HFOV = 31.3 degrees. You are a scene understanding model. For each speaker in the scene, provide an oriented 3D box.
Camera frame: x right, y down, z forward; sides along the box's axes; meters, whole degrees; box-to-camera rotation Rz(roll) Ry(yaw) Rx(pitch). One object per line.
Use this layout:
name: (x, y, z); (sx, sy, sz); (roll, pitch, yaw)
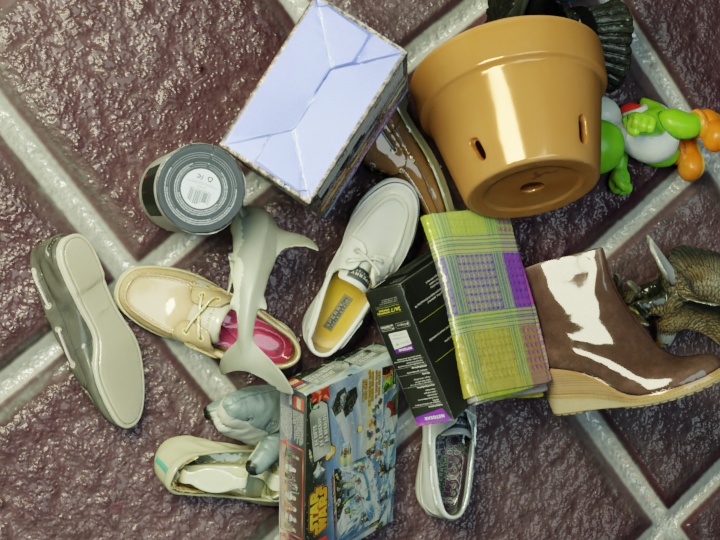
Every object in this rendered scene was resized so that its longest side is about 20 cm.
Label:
speaker: (-0.161, -0.075, 1.207); (0.081, 0.200, 0.082); (-1, 93, -14)

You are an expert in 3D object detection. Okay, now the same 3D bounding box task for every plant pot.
plant pot: (0.159, -0.143, 1.297); (0.199, 0.200, 0.140); (-1, 68, -19)

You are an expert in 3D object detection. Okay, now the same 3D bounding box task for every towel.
towel: (0.128, 0.037, 1.304); (0.143, 0.023, 0.201); (-5, 79, -48)

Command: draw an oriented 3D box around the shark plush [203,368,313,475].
shark plush: (-0.059, 0.134, 1.291); (0.199, 0.091, 0.083); (-7, 136, -31)

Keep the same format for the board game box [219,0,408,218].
board game box: (-0.037, -0.146, 1.210); (0.097, 0.200, 0.160); (33, 90, 3)

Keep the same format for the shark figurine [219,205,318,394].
shark figurine: (-0.085, -0.001, 1.215); (0.089, 0.128, 0.215); (2, 48, -6)

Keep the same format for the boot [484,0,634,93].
boot: (0.215, -0.268, 1.346); (0.157, 0.211, 0.080); (-5, 55, -9)

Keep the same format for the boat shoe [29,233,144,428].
boat shoe: (-0.267, 0.060, 1.258); (0.067, 0.057, 0.201); (-32, 109, -52)

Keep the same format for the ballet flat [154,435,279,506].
ballet flat: (-0.109, 0.209, 1.306); (0.199, 0.069, 0.070); (7, 90, -20)

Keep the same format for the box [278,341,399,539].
box: (-0.021, 0.186, 1.291); (0.137, 0.040, 0.201); (-20, 121, -44)

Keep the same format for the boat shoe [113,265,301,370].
boat shoe: (-0.146, 0.048, 1.285); (0.200, 0.069, 0.074); (21, 85, -19)

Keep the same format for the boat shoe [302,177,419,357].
boat shoe: (0.000, 0.000, 1.307); (0.071, 0.070, 0.200); (30, 99, -8)

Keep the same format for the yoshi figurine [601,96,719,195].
yoshi figurine: (0.301, -0.137, 1.420); (0.199, 0.112, 0.113); (6, 97, -17)

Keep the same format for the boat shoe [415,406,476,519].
boat shoe: (0.095, 0.167, 1.375); (0.072, 0.068, 0.201); (10, 88, -19)

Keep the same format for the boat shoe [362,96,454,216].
boat shoe: (0.030, -0.127, 1.347); (0.068, 0.072, 0.200); (-27, 91, -13)

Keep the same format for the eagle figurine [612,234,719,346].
eagle figurine: (0.374, 0.044, 1.445); (0.199, 0.151, 0.152); (2, 81, -9)

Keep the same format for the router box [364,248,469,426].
router box: (0.100, 0.050, 1.331); (0.200, 0.051, 0.150); (-32, 104, -50)

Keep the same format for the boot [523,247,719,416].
boot: (0.267, 0.057, 1.335); (0.199, 0.072, 0.167); (-12, 89, 24)
